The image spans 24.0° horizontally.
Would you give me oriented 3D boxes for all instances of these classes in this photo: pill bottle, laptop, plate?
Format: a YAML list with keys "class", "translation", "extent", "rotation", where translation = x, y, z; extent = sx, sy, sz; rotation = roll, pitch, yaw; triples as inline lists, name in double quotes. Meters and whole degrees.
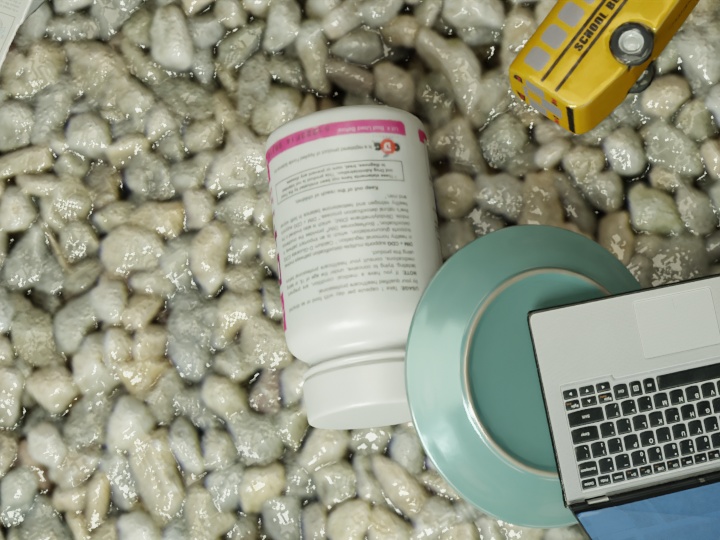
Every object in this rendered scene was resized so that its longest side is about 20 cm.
- class: "pill bottle"
  translation: [0.000, 0.000, 1.147]
  extent: [0.113, 0.113, 0.201]
  rotation: [-9, 75, 6]
- class: "laptop"
  translation: [0.226, 0.103, 1.057]
  extent: [0.186, 0.116, 0.201]
  rotation: [-10, 86, -15]
- class: "plate"
  translation: [0.123, 0.067, 1.110]
  extent: [0.199, 0.026, 0.202]
  rotation: [3, 80, -21]

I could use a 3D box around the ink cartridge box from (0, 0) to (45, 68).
- class: "ink cartridge box"
  translation: [-0.307, -0.233, 1.286]
  extent: [0.160, 0.050, 0.201]
  rotation: [20, 84, 12]

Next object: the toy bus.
- class: "toy bus"
  translation: [0.194, -0.191, 1.190]
  extent: [0.078, 0.065, 0.200]
  rotation: [35, 84, 16]
